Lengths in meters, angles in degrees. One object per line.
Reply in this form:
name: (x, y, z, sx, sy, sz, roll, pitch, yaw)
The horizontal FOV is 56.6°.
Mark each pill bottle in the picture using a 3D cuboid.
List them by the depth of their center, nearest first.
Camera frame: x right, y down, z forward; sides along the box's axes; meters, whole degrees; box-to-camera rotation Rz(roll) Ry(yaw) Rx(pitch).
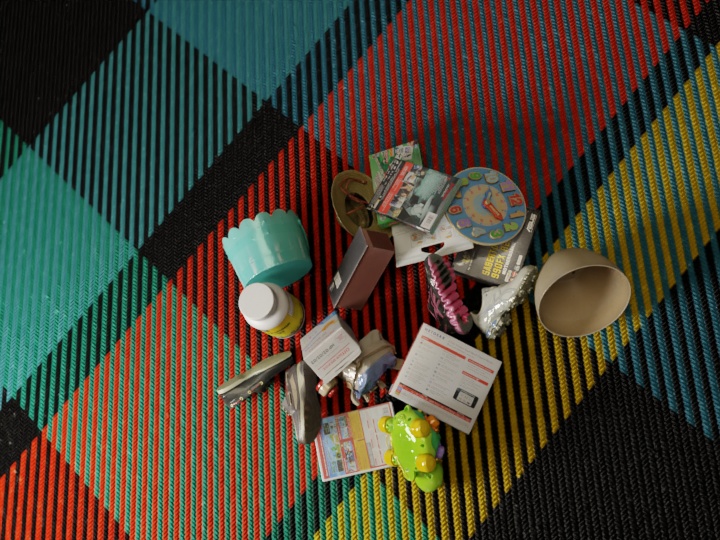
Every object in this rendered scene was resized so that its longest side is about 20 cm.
pill bottle: (-0.212, 0.093, 1.588, 0.112, 0.200, 0.113, -3, 75, 13)

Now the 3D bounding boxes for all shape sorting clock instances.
shape sorting clock: (0.288, -0.151, 1.544, 0.199, 0.039, 0.201, 5, 66, -11)

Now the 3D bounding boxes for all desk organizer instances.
desk organizer: (0.000, 0.000, 1.594, 0.200, 0.077, 0.072, -61, 33, 33)

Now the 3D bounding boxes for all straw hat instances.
straw hat: (-0.014, -0.141, 1.660, 0.085, 0.200, 0.202, -32, 65, 46)

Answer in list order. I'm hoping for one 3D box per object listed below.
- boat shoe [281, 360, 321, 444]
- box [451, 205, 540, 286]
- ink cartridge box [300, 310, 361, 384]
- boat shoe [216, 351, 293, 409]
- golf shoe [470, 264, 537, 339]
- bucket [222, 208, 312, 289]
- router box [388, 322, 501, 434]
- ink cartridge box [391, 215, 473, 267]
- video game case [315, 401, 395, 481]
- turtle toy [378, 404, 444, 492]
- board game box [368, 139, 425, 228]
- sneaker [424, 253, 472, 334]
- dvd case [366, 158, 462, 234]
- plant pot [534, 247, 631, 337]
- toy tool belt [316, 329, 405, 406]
boat shoe: (-0.142, 0.316, 1.583, 0.073, 0.074, 0.201, -21, 55, 26)
box: (0.321, -0.065, 1.584, 0.158, 0.048, 0.201, 19, 80, 17)
ink cartridge box: (-0.071, 0.173, 1.533, 0.115, 0.200, 0.068, -41, 103, 0)
boat shoe: (-0.248, 0.264, 1.627, 0.201, 0.074, 0.063, -31, 99, -3)
golf shoe: (0.316, 0.057, 1.507, 0.097, 0.078, 0.200, 42, 116, 27)
bucket: (-0.221, -0.041, 1.630, 0.206, 0.207, 0.135, -25, 74, 6)
router box: (0.191, 0.243, 1.509, 0.199, 0.049, 0.180, 27, 83, 3)
ink cartridge box: (0.174, -0.104, 1.602, 0.199, 0.044, 0.174, -14, 67, 22)
video game case: (-0.006, 0.398, 1.556, 0.199, 0.017, 0.144, -15, 73, 9)
turtle toy: (0.127, 0.392, 1.470, 0.145, 0.101, 0.201, -9, 92, 51)
board game box: (0.097, -0.213, 1.638, 0.134, 0.029, 0.201, -15, 65, 19)
sneaker: (0.182, 0.061, 1.548, 0.095, 0.079, 0.201, -18, 93, 47)
dvd case: (0.123, -0.177, 1.568, 0.200, 0.022, 0.146, 24, 82, 39)
plant pot: (0.468, 0.027, 1.468, 0.199, 0.201, 0.135, -19, 38, 8)
toy tool belt: (0.009, 0.242, 1.535, 0.123, 0.125, 0.200, 42, 69, 13)
